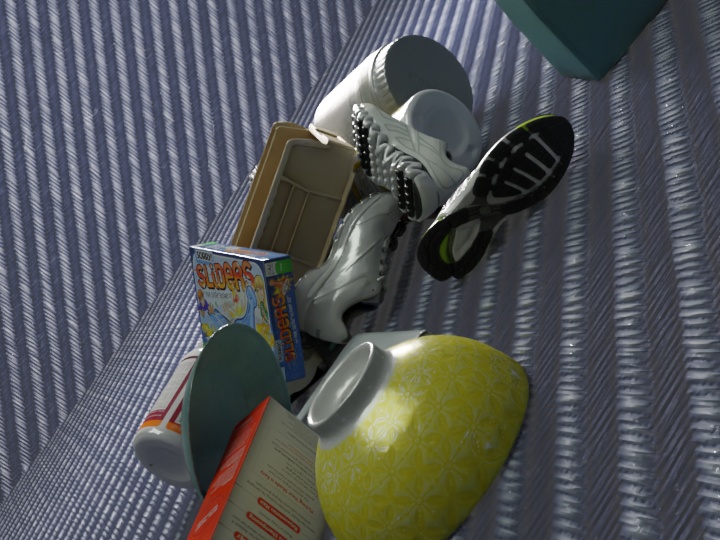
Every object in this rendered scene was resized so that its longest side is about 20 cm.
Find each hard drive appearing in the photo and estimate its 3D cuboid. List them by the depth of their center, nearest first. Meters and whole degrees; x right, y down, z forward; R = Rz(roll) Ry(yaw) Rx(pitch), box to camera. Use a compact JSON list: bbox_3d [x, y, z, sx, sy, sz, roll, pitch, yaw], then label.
[{"bbox_3d":[-0.001,0.119,1.170,0.132,0.026,0.200,-55,13,-14],"label":"hard drive"}]

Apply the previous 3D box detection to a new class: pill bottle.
[{"bbox_3d":[0.051,-0.129,1.465,0.200,0.114,0.115,-35,21,51],"label":"pill bottle"},{"bbox_3d":[-0.202,0.172,1.527,0.109,0.109,0.201,-36,19,47],"label":"pill bottle"}]

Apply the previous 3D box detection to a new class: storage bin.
[{"bbox_3d":[-0.086,-0.080,1.476,0.200,0.093,0.201,-126,55,-75],"label":"storage bin"}]

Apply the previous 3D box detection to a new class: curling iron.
[{"bbox_3d":[0.085,-0.059,1.326,0.199,0.025,0.050,-15,51,52],"label":"curling iron"}]

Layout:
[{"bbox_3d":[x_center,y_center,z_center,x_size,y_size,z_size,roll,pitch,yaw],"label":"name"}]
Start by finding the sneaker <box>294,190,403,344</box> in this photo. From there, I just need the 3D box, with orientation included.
[{"bbox_3d":[0.000,0.000,1.323,0.201,0.086,0.075,-57,-23,-17],"label":"sneaker"}]

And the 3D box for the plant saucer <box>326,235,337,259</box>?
[{"bbox_3d":[-0.050,0.026,1.462,0.200,0.029,0.201,-49,16,19],"label":"plant saucer"}]

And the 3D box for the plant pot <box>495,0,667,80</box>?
[{"bbox_3d":[0.209,-0.324,1.261,0.142,0.199,0.141,-50,13,4],"label":"plant pot"}]

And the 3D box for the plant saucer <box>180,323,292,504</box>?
[{"bbox_3d":[-0.126,0.153,1.138,0.038,0.203,0.202,-7,34,23],"label":"plant saucer"}]

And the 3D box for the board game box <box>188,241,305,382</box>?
[{"bbox_3d":[-0.130,0.043,1.332,0.034,0.137,0.199,-12,11,-30],"label":"board game box"}]

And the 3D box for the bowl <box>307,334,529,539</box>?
[{"bbox_3d":[0.023,0.119,0.907,0.200,0.107,0.200,-48,14,16],"label":"bowl"}]

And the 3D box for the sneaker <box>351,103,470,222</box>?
[{"bbox_3d":[0.052,-0.128,1.324,0.080,0.076,0.200,-21,44,-18],"label":"sneaker"}]

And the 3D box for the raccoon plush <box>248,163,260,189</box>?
[{"bbox_3d":[-0.186,-0.188,2.502,0.200,0.097,0.134,-42,8,35],"label":"raccoon plush"}]

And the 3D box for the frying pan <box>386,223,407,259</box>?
[{"bbox_3d":[0.019,-0.022,1.463,0.190,0.031,0.115,-50,16,3],"label":"frying pan"}]

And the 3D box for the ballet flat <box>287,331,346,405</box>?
[{"bbox_3d":[-0.091,0.128,1.366,0.200,0.073,0.073,-40,17,33],"label":"ballet flat"}]

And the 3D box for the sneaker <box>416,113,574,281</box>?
[{"bbox_3d":[0.131,-0.081,1.165,0.200,0.074,0.081,-44,11,22],"label":"sneaker"}]

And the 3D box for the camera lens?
[{"bbox_3d":[0.040,-0.209,1.613,0.200,0.160,0.161,-34,21,52],"label":"camera lens"}]

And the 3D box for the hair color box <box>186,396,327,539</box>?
[{"bbox_3d":[-0.085,0.216,1.028,0.061,0.101,0.201,-41,16,32],"label":"hair color box"}]
